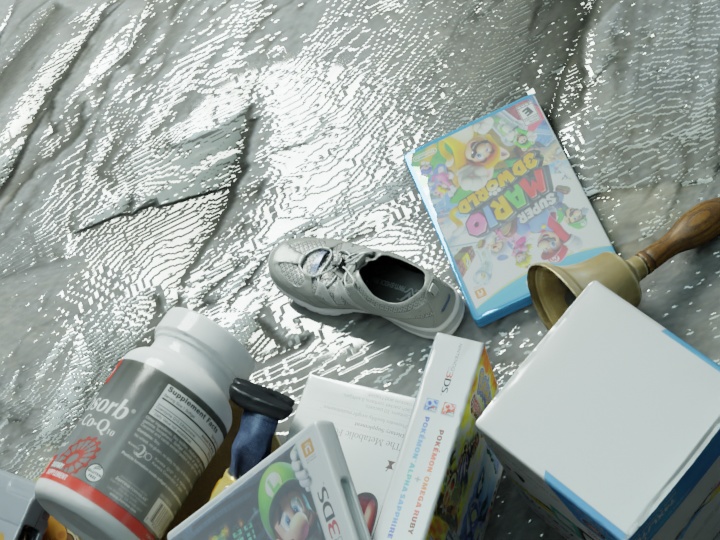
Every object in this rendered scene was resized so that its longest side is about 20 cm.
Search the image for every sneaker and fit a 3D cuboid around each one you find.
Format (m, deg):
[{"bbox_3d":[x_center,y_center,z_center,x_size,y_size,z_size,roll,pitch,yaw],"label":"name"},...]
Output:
[{"bbox_3d":[0.000,0.000,1.294,0.198,0.082,0.075,12,67,24],"label":"sneaker"}]

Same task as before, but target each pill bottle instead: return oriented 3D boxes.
[{"bbox_3d":[-0.182,0.140,1.212,0.115,0.116,0.201,20,63,26],"label":"pill bottle"}]

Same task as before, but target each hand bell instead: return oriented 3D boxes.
[{"bbox_3d":[0.254,-0.011,1.228,0.199,0.105,0.104,-32,57,-15],"label":"hand bell"}]

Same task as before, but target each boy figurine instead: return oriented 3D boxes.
[{"bbox_3d":[-0.112,0.195,1.181,0.064,0.124,0.202,21,96,-2],"label":"boy figurine"}]

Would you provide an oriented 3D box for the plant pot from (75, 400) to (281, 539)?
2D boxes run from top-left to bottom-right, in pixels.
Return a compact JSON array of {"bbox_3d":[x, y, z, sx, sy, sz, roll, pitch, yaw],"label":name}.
[{"bbox_3d":[-0.159,0.203,1.256,0.197,0.028,0.202,-3,61,5],"label":"plant pot"}]

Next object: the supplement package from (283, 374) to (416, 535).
[{"bbox_3d":[-0.012,0.208,1.171,0.112,0.110,0.202,10,67,23],"label":"supplement package"}]

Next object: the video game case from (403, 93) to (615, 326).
[{"bbox_3d":[0.138,-0.060,1.317,0.142,0.018,0.202,-24,58,4],"label":"video game case"}]

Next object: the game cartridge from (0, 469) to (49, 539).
[{"bbox_3d":[-0.365,0.278,1.278,0.132,0.042,0.202,11,71,34],"label":"game cartridge"}]

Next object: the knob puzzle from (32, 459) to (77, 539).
[{"bbox_3d":[-0.254,0.251,1.278,0.217,0.031,0.222,-8,60,14],"label":"knob puzzle"}]

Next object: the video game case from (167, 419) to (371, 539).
[{"bbox_3d":[-0.062,0.239,1.043,0.200,0.023,0.184,-40,58,35],"label":"video game case"}]

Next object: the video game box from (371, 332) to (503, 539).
[{"bbox_3d":[0.069,0.174,1.111,0.046,0.200,0.184,10,67,18],"label":"video game box"}]

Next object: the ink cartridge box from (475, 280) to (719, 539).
[{"bbox_3d":[0.205,0.140,1.081,0.146,0.200,0.146,37,80,31],"label":"ink cartridge box"}]
